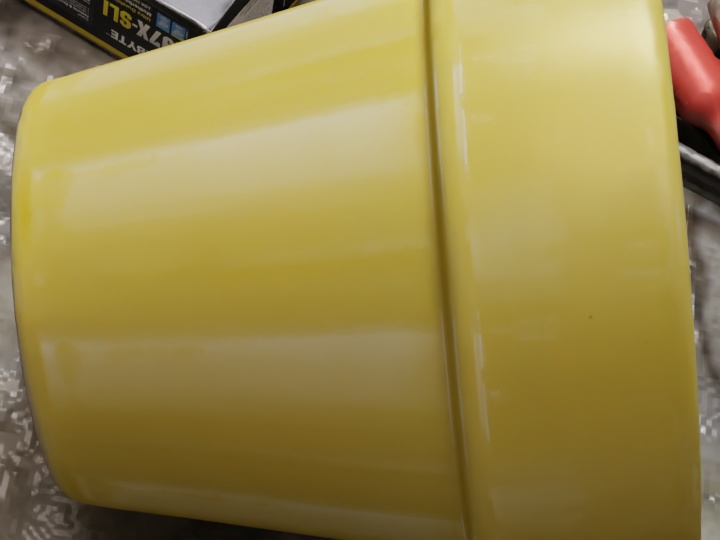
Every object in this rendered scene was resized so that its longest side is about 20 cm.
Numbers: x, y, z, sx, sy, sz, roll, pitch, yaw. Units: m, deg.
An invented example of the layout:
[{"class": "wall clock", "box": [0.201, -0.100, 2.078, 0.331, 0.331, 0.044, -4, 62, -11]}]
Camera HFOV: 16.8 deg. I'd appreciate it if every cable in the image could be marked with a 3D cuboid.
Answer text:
[{"class": "cable", "box": [0.156, -0.031, 0.865, 0.097, 0.050, 0.200, -16, 59, -21]}]

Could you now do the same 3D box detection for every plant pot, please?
[{"class": "plant pot", "box": [0.000, 0.000, 0.734, 0.188, 0.201, 0.201, -5, 55, 3]}]

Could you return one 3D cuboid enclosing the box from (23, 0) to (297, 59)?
[{"class": "box", "box": [-0.097, -0.171, 0.915, 0.200, 0.049, 0.160, 31, 57, 10]}]
